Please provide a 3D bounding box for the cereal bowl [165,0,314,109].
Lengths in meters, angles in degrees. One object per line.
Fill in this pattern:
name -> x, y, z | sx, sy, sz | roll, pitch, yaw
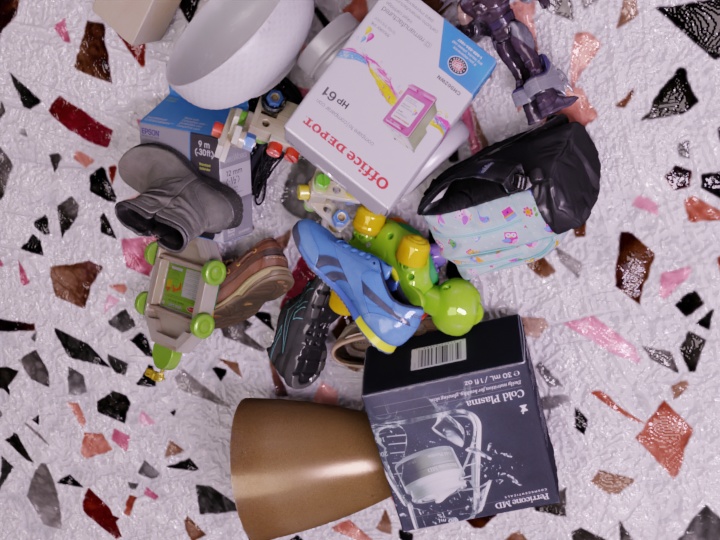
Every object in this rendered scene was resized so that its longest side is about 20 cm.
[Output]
cereal bowl -> -0.128, -0.262, 1.434 | 0.199, 0.202, 0.083 | -28, 126, 30

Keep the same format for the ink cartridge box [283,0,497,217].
ink cartridge box -> 0.030, -0.180, 1.327 | 0.144, 0.085, 0.201 | 37, 87, -1

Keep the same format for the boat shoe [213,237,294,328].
boat shoe -> -0.163, 0.022, 1.629 | 0.199, 0.071, 0.068 | -31, 63, 38

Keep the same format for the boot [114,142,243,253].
boot -> -0.247, -0.091, 1.478 | 0.199, 0.130, 0.069 | 27, 119, 28

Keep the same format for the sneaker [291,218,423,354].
sneaker -> 0.000, 0.000, 1.431 | 0.079, 0.066, 0.201 | -50, 65, 22

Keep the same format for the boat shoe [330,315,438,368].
boat shoe -> 0.060, 0.101, 1.554 | 0.197, 0.064, 0.072 | -4, 109, 25

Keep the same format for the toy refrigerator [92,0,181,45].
toy refrigerator -> -0.242, -0.379, 1.499 | 0.076, 0.070, 0.201 | 41, 120, 12

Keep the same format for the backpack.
backpack -> 0.162, -0.075, 1.391 | 0.198, 0.167, 0.128 | -19, 107, 35

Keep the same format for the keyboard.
keyboard -> -0.141, -0.159, 1.556 | 0.104, 0.040, 0.201 | 39, 121, 6

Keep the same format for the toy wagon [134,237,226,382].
toy wagon -> -0.240, 0.047, 1.626 | 0.154, 0.039, 0.203 | 16, 94, 48

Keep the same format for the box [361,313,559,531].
box -> 0.121, 0.183, 1.487 | 0.197, 0.124, 0.199 | -13, 115, 10

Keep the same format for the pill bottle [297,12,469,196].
pill bottle -> 0.023, -0.194, 1.426 | 0.200, 0.112, 0.112 | 48, 121, 0

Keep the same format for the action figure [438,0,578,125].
action figure -> 0.161, -0.259, 1.351 | 0.202, 0.069, 0.130 | 60, 151, -8

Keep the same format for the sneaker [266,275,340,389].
sneaker -> -0.067, 0.050, 1.585 | 0.079, 0.075, 0.202 | 37, 109, 39

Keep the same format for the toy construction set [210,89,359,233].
toy construction set -> -0.085, -0.140, 1.465 | 0.198, 0.133, 0.092 | 26, 157, -20

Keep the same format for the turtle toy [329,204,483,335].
turtle toy -> 0.057, 0.013, 1.487 | 0.199, 0.100, 0.147 | 35, 119, 32

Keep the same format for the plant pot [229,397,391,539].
plant pot -> -0.048, 0.250, 1.614 | 0.197, 0.187, 0.189 | -7, 108, 10

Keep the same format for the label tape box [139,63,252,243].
label tape box -> -0.208, -0.148, 1.555 | 0.142, 0.066, 0.203 | 14, 115, 35
